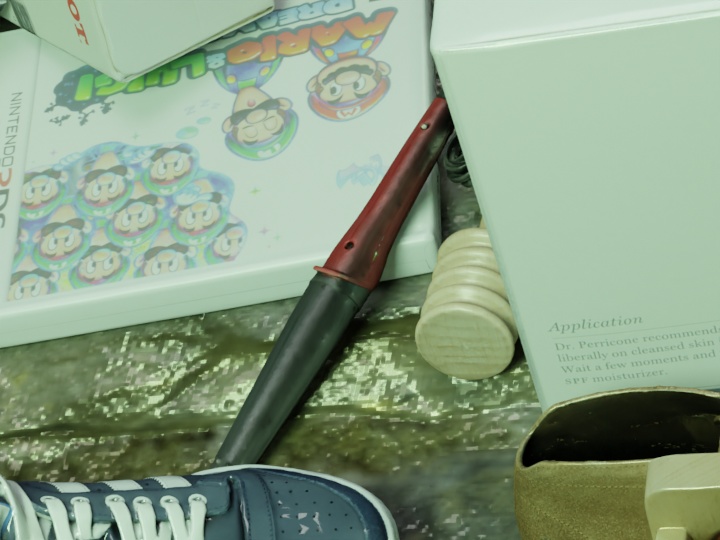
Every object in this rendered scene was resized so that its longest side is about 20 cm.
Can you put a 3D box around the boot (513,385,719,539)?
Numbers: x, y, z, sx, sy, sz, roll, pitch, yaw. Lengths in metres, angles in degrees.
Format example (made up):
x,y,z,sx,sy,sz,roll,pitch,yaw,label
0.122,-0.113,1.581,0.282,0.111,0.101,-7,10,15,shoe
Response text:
x,y,z,sx,sy,sz,roll,pitch,yaw,label
0.144,0.078,0.810,0.200,0.075,0.074,0,44,18,boot

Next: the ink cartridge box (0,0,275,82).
x,y,z,sx,sy,sz,roll,pitch,yaw,label
-0.134,-0.182,1.098,0.084,0.144,0.200,-28,33,-22,ink cartridge box

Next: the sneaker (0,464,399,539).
x,y,z,sx,sy,sz,roll,pitch,yaw,label
-0.090,0.091,0.832,0.200,0.109,0.070,-3,74,6,sneaker

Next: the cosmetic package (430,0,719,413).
x,y,z,sx,sy,sz,roll,pitch,yaw,label
0.108,-0.074,0.887,0.123,0.200,0.199,-6,43,13,cosmetic package

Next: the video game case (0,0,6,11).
x,y,z,sx,sy,sz,roll,pitch,yaw,label
-0.257,-0.151,1.050,0.200,0.019,0.143,-13,62,-50,video game case

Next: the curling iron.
x,y,z,sx,sy,sz,roll,pitch,yaw,label
0.000,0.000,0.947,0.200,0.026,0.050,-53,24,-15,curling iron

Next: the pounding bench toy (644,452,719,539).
x,y,z,sx,sy,sz,roll,pitch,yaw,label
0.136,0.109,0.687,0.124,0.200,0.156,-3,45,17,pounding bench toy

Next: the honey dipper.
x,y,z,sx,sy,sz,roll,pitch,yaw,label
0.060,-0.041,0.992,0.038,0.038,0.200,-1,43,19,honey dipper

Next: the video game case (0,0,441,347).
x,y,z,sx,sy,sz,roll,pitch,yaw,label
-0.067,-0.052,1.056,0.200,0.024,0.182,-10,43,9,video game case
